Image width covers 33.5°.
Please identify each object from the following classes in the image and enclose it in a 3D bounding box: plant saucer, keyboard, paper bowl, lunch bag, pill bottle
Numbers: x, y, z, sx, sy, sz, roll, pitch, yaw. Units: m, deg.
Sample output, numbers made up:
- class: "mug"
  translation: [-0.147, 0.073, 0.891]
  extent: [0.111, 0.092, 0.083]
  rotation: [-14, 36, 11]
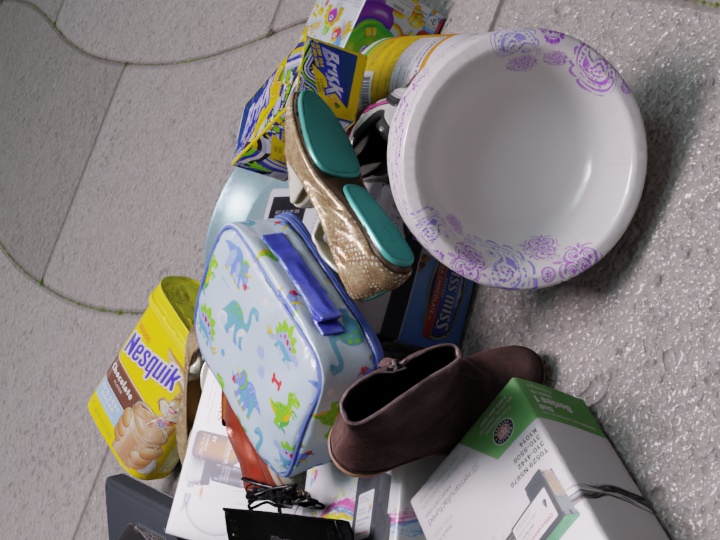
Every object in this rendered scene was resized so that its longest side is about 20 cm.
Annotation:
- class: "plant saucer"
  translation: [-0.119, -0.057, 1.432]
  extent: [0.200, 0.038, 0.203]
  rotation: [-32, 47, 43]
- class: "keyboard"
  translation: [-0.054, 0.232, 1.038]
  extent: [0.199, 0.039, 0.105]
  rotation: [-9, 88, 54]
- class: "paper bowl"
  translation: [0.120, -0.091, 0.961]
  extent: [0.202, 0.199, 0.104]
  rotation: [-64, 12, 5]
- class: "lunch bag"
  translation: [-0.063, 0.060, 1.023]
  extent: [0.201, 0.082, 0.162]
  rotation: [54, 140, 34]
- class: "pill bottle"
  translation: [0.082, -0.167, 1.137]
  extent: [0.199, 0.110, 0.112]
  rotation: [14, 84, 57]

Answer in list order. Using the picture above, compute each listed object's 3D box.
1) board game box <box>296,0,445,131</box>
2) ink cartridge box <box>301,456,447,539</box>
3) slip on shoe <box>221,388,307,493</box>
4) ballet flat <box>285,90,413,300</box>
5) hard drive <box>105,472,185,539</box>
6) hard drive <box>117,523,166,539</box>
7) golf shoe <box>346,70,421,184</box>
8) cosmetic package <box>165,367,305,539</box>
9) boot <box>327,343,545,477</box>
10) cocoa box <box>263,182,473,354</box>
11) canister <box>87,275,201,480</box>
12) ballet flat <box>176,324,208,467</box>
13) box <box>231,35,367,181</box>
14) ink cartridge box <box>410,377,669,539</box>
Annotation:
- class: "board game box"
  translation: [-0.011, -0.212, 1.305]
  extent: [0.105, 0.102, 0.201]
  rotation: [33, 99, 56]
- class: "ink cartridge box"
  translation: [0.020, 0.212, 1.035]
  extent: [0.145, 0.082, 0.202]
  rotation: [-20, 56, 49]
- class: "slip on shoe"
  translation: [-0.109, 0.124, 1.134]
  extent: [0.061, 0.074, 0.202]
  rotation: [-29, 69, 22]
- class: "ballet flat"
  translation: [-0.026, -0.059, 0.988]
  extent: [0.065, 0.070, 0.201]
  rotation: [-45, 55, 29]
- class: "hard drive"
  translation: [-0.232, 0.316, 1.341]
  extent: [0.199, 0.033, 0.141]
  rotation: [6, 101, 56]
- class: "hard drive"
  translation: [-0.119, 0.307, 1.076]
  extent: [0.038, 0.200, 0.139]
  rotation: [-54, 31, -8]
- class: "golf shoe"
  translation: [0.012, -0.114, 1.084]
  extent: [0.073, 0.092, 0.200]
  rotation: [55, 153, 3]
- class: "cosmetic package"
  translation: [-0.093, 0.179, 1.178]
  extent: [0.149, 0.052, 0.202]
  rotation: [10, 79, 18]
- class: "boot"
  translation: [0.068, 0.094, 0.908]
  extent: [0.073, 0.199, 0.167]
  rotation: [59, 165, 19]
- class: "cocoa box"
  translation: [0.000, 0.000, 1.140]
  extent: [0.199, 0.130, 0.135]
  rotation: [3, 76, 55]
- class: "canister"
  translation: [-0.229, 0.130, 1.417]
  extent: [0.149, 0.086, 0.201]
  rotation: [50, 118, 29]
- class: "ballet flat"
  translation: [-0.166, 0.154, 1.298]
  extent: [0.065, 0.070, 0.202]
  rotation: [-129, 37, -75]
- class: "box"
  translation: [-0.063, -0.150, 1.149]
  extent: [0.200, 0.064, 0.071]
  rotation: [153, 130, -65]
- class: "ink cartridge box"
  translation: [0.135, 0.203, 0.872]
  extent: [0.147, 0.084, 0.201]
  rotation: [-54, 35, 22]
